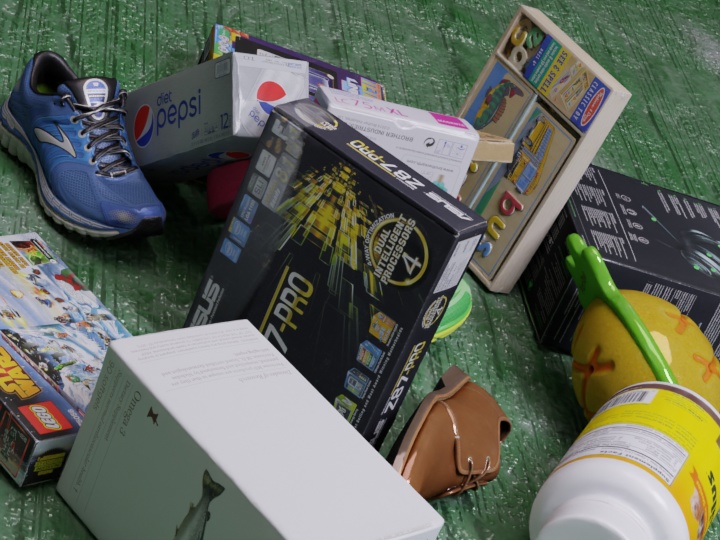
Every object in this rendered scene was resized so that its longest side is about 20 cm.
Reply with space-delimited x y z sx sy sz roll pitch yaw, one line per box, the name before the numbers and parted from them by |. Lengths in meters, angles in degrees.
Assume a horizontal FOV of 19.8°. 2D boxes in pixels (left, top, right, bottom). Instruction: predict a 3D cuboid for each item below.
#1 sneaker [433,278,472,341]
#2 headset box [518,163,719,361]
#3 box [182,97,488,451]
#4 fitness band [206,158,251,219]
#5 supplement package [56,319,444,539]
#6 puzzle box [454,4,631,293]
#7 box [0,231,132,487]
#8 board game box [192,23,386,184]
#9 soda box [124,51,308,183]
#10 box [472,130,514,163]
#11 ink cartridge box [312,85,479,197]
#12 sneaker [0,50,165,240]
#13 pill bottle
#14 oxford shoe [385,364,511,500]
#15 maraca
sneaker | 0.000 0.000 1.550 0.198 0.084 0.074 14 29 -21
headset box | 0.240 0.004 1.722 0.198 0.093 0.175 16 29 -17
box | -0.022 0.010 1.390 0.161 0.201 0.049 37 29 22
fitness band | -0.025 -0.064 1.564 0.199 0.038 0.143 -9 -8 39
supplement package | -0.069 0.139 1.223 0.117 0.118 0.200 -8 41 -46
puzzle box | 0.127 -0.099 1.698 0.025 0.201 0.133 8 30 -45
box | -0.216 0.052 1.336 0.136 0.040 0.200 -7 41 -46
board game box | -0.059 -0.119 1.738 0.164 0.057 0.201 20 28 -13
soda box | -0.117 -0.112 1.549 0.068 0.064 0.199 4 -9 -33
box | -0.004 -0.113 1.630 0.199 0.021 0.163 1 13 -37
ink cartridge box | -0.005 -0.024 1.468 0.118 0.201 0.042 11 21 -23
sneaker | -0.207 -0.096 1.544 0.078 0.090 0.200 -7 41 -43
pill bottle | 0.181 0.158 1.393 0.109 0.110 0.200 30 29 11
oxford shoe | 0.058 0.126 1.400 0.071 0.072 0.200 34 28 8
maraca | 0.204 0.065 1.546 0.106 0.137 0.201 -25 70 -8
